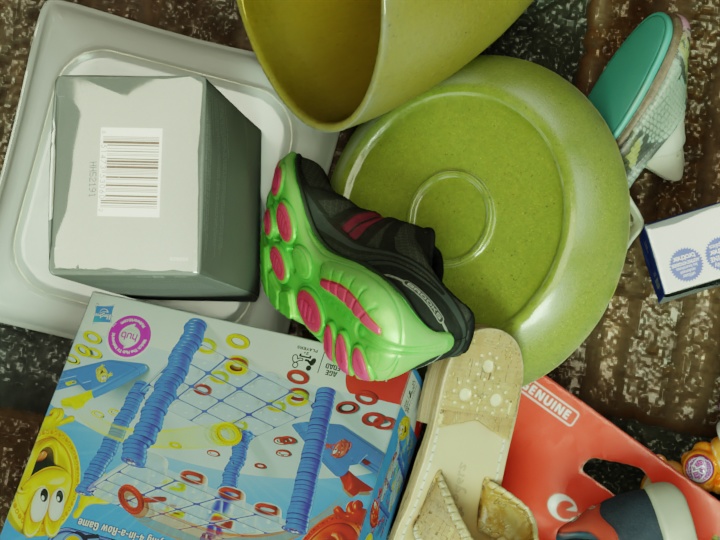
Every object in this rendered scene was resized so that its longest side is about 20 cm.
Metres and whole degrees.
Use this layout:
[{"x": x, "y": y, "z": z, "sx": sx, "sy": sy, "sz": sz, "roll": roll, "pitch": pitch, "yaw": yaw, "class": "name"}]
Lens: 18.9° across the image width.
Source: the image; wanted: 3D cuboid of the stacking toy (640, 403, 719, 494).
[{"x": 0.244, "y": 0.087, "z": 1.230, "sx": 0.199, "sy": 0.110, "sz": 0.117, "roll": -30, "pitch": 93, "yaw": 18, "class": "stacking toy"}]

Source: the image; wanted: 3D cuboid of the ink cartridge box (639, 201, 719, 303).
[{"x": 0.260, "y": -0.031, "z": 1.228, "sx": 0.199, "sy": 0.094, "sz": 0.045, "roll": -17, "pitch": 85, "yaw": 5, "class": "ink cartridge box"}]

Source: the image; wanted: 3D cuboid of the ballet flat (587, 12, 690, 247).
[{"x": 0.143, "y": -0.053, "z": 1.260, "sx": 0.071, "sy": 0.069, "sz": 0.201, "roll": 31, "pitch": 98, "yaw": -21, "class": "ballet flat"}]

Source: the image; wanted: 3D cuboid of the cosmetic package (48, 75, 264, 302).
[{"x": -0.107, "y": -0.041, "z": 1.186, "sx": 0.089, "sy": 0.200, "sz": 0.108, "roll": 0, "pitch": 84, "yaw": 4, "class": "cosmetic package"}]

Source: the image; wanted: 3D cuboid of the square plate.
[{"x": -0.124, "y": -0.047, "z": 1.300, "sx": 0.198, "sy": 0.028, "sz": 0.200, "roll": 15, "pitch": 88, "yaw": 6, "class": "square plate"}]

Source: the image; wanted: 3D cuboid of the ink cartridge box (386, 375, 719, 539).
[{"x": 0.117, "y": 0.178, "z": 1.234, "sx": 0.199, "sy": 0.044, "sz": 0.174, "roll": 35, "pitch": 107, "yaw": 7, "class": "ink cartridge box"}]

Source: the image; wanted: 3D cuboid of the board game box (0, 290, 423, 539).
[{"x": -0.085, "y": 0.128, "z": 1.189, "sx": 0.198, "sy": 0.056, "sz": 0.197, "roll": 11, "pitch": 67, "yaw": 16, "class": "board game box"}]

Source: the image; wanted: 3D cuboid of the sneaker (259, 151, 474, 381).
[{"x": 0.000, "y": 0.000, "z": 1.207, "sx": 0.083, "sy": 0.200, "sz": 0.077, "roll": 0, "pitch": 122, "yaw": -27, "class": "sneaker"}]

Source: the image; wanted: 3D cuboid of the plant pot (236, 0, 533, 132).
[{"x": 0.026, "y": -0.191, "z": 1.228, "sx": 0.141, "sy": 0.200, "sz": 0.202, "roll": -14, "pitch": 84, "yaw": -25, "class": "plant pot"}]

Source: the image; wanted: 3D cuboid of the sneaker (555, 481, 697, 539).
[{"x": 0.156, "y": 0.217, "z": 1.165, "sx": 0.084, "sy": 0.075, "sz": 0.201, "roll": -14, "pitch": 63, "yaw": 0, "class": "sneaker"}]

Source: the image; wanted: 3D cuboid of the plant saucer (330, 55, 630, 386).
[{"x": 0.057, "y": -0.028, "z": 1.241, "sx": 0.199, "sy": 0.031, "sz": 0.202, "roll": -5, "pitch": 80, "yaw": 28, "class": "plant saucer"}]

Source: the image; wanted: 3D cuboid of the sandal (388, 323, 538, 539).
[{"x": 0.063, "y": 0.139, "z": 1.171, "sx": 0.077, "sy": 0.070, "sz": 0.214, "roll": 4, "pitch": 96, "yaw": -28, "class": "sandal"}]
